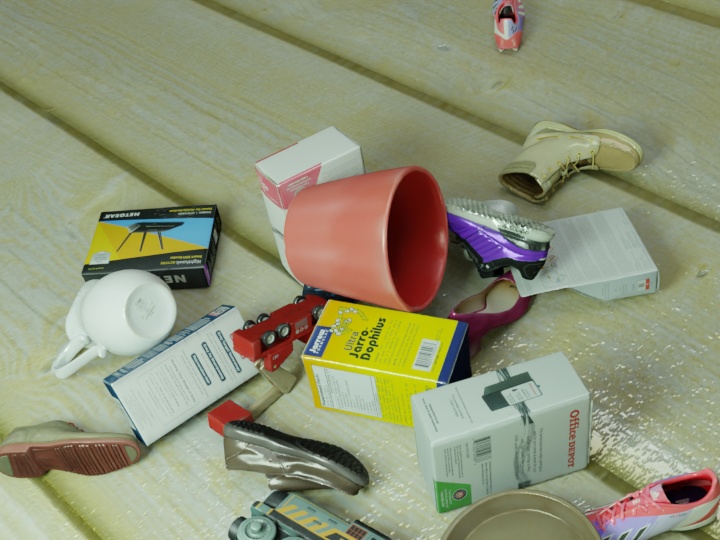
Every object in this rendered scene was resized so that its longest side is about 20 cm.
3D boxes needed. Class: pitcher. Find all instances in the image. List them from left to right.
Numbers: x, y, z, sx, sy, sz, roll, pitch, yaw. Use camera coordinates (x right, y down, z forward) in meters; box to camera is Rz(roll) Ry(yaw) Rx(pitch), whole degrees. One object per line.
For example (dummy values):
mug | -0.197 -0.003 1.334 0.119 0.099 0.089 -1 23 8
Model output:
pitcher | -0.358 0.082 1.365 0.200 0.121 0.172 -6 50 50

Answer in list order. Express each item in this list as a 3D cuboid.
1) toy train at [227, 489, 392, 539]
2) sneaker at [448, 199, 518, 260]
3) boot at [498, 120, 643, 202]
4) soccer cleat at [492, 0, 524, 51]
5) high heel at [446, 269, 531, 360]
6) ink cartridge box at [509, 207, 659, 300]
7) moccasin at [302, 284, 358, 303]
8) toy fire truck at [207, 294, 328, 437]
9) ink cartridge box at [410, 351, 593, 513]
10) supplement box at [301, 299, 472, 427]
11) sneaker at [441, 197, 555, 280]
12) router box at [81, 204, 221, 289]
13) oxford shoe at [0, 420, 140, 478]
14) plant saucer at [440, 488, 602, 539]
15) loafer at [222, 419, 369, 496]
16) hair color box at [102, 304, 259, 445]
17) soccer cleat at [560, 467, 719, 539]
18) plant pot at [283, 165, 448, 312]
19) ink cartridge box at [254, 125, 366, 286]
toy train | -0.056 0.327 1.113 0.200 0.085 0.114 20 38 30
sneaker | 0.138 -0.056 1.456 0.200 0.073 0.085 -7 51 30
boot | 0.341 -0.169 1.555 0.200 0.073 0.156 19 50 29
soccer cleat | 0.297 -0.518 1.920 0.066 0.077 0.200 0 45 10
high heel | 0.185 0.037 1.352 0.067 0.096 0.200 29 56 33
ink cartridge box | 0.319 -0.014 1.414 0.199 0.050 0.162 -13 39 2
moccasin | 0.000 0.000 1.442 0.200 0.068 0.080 -37 50 -26
toy fire truck | -0.120 0.129 1.301 0.049 0.141 0.200 23 37 39
ink cartridge box | 0.171 0.196 1.156 0.199 0.147 0.083 -15 43 -7
supplement box | 0.038 0.127 1.275 0.199 0.109 0.110 9 47 18
sneaker | 0.175 -0.039 1.369 0.200 0.100 0.069 22 22 32
router box | -0.334 -0.036 1.547 0.199 0.051 0.149 -4 46 5
oxford shoe | -0.387 0.227 1.276 0.199 0.071 0.075 -2 39 6
plant saucer | 0.177 0.341 1.062 0.199 0.029 0.200 -12 49 14
loafer | -0.085 0.249 1.213 0.199 0.071 0.073 16 4 16
hair color box | -0.238 0.140 1.309 0.200 0.100 0.060 -32 14 -22
soccer cleat | 0.319 0.278 1.097 0.199 0.073 0.068 -16 45 -6
plant pot | 0.004 -0.046 1.321 0.177 0.201 0.201 4 44 29
ink cartridge box | -0.064 -0.095 1.458 0.146 0.200 0.083 -28 43 -19
